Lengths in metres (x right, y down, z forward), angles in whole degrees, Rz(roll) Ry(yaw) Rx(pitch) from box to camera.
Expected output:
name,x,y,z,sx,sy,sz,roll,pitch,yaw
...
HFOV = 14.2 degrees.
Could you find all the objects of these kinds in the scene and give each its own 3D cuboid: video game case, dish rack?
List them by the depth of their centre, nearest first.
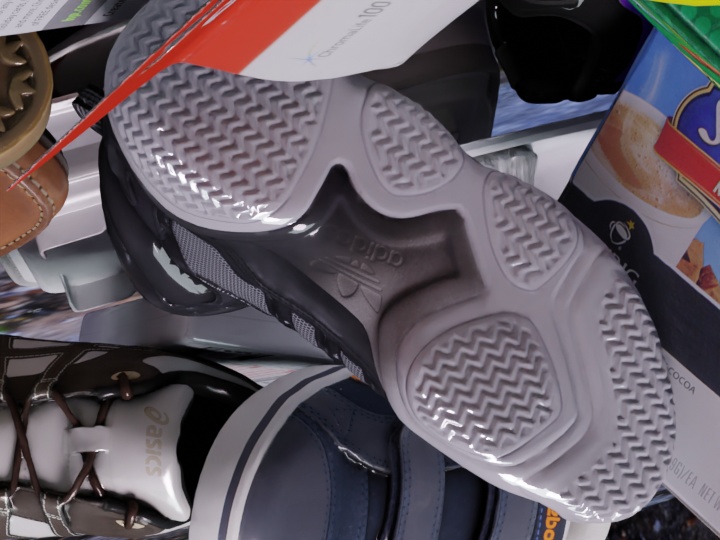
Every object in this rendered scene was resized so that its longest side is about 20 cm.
name,x,y,z,sx,sy,sz,roll,pitch,yaw
dish rack,-0.042,-0.035,1.010,0.199,0.044,0.172,-16,169,-3
video game case,0.003,0.031,1.059,0.181,0.023,0.200,8,174,-15

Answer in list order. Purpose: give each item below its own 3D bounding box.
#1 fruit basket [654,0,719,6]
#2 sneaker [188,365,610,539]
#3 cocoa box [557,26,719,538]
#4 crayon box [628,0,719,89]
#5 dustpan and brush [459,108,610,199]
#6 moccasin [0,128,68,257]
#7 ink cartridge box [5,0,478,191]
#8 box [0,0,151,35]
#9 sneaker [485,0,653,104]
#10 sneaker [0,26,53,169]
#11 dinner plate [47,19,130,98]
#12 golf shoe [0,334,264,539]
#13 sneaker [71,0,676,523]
name,x,y,z,sx,sy,sz,roll,pitch,yaw
fruit basket,0.017,-0.115,0.482,0.214,0.156,0.216,-9,-177,0
sneaker,0.021,0.074,0.957,0.079,0.079,0.200,15,-171,26
cocoa box,0.165,-0.006,0.894,0.200,0.133,0.132,-9,134,-51
crayon box,0.139,-0.123,0.637,0.200,0.058,0.119,-46,174,6
dustpan and brush,0.046,-0.008,0.994,0.139,0.058,0.200,-14,177,-2
moccasin,-0.176,-0.009,0.917,0.201,0.078,0.074,-10,133,29
ink cartridge box,0.023,-0.085,0.705,0.200,0.057,0.162,-49,-172,-37
box,-0.095,-0.099,0.726,0.199,0.041,0.156,-12,168,-28
sneaker,0.089,-0.089,0.916,0.099,0.070,0.200,-37,156,12
sneaker,-0.189,-0.038,0.839,0.199,0.067,0.090,-9,170,-8
dinner plate,-0.033,-0.078,0.976,0.199,0.024,0.200,-16,169,-3
golf shoe,-0.105,0.052,0.948,0.199,0.078,0.094,-3,178,-36
sneaker,0.000,0.000,0.843,0.076,0.200,0.114,-52,-169,-18
